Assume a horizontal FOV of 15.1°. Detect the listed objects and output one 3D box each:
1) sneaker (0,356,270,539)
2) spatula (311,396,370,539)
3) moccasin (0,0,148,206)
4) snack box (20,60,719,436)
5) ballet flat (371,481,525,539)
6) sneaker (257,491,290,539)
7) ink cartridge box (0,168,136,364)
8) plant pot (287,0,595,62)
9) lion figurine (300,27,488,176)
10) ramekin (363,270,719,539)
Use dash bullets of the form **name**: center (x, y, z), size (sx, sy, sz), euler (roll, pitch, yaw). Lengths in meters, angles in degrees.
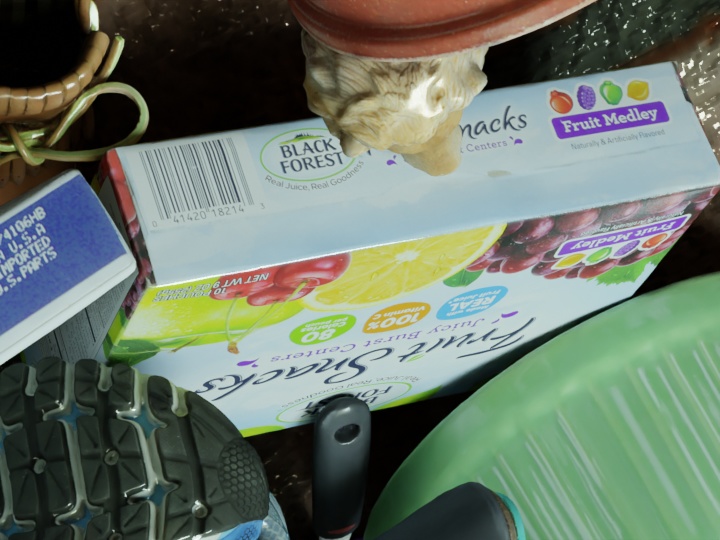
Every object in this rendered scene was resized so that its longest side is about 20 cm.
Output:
- **sneaker**: center (-0.111, 0.089, 0.851), size (0.199, 0.079, 0.090), euler (-17, 144, 25)
- **spatula**: center (-0.011, 0.095, 0.989), size (0.056, 0.021, 0.200), euler (-15, 154, -13)
- **moccasin**: center (-0.106, -0.068, 0.814), size (0.073, 0.078, 0.202), euler (-7, 133, -22)
- **snack box**: center (0.000, 0.000, 0.886), size (0.199, 0.053, 0.142), euler (-10, 158, -23)
- **ballet flat**: center (-0.007, 0.146, 0.932), size (0.073, 0.073, 0.200), euler (1, 139, -24)
- **sneaker**: center (-0.070, 0.157, 0.871), size (0.079, 0.095, 0.201), euler (13, 84, -18)
- **ink cartridge box**: center (-0.189, 0.053, 0.787), size (0.196, 0.200, 0.043), euler (-37, 100, -40)
- **plant pot**: center (0.004, -0.193, 0.706), size (0.201, 0.201, 0.195), euler (-38, 123, 8)
- **lion figurine**: center (0.054, -0.123, 0.809), size (0.072, 0.123, 0.200), euler (38, 102, -20)
- **ramekin**: center (0.110, 0.098, 0.984), size (0.199, 0.098, 0.200), euler (-23, 152, -13)
